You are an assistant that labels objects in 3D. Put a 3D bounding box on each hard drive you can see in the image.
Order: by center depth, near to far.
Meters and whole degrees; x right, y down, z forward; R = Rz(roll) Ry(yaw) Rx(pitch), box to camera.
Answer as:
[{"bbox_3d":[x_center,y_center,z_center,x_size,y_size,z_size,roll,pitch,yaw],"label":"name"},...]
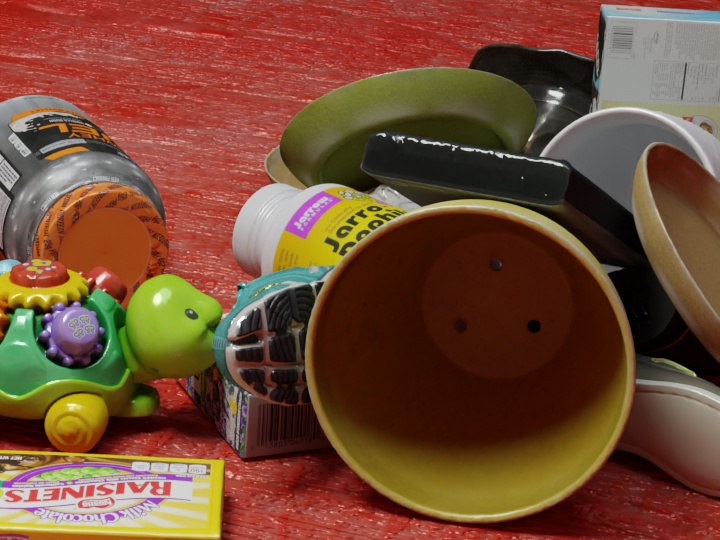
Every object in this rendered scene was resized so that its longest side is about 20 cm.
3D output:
[{"bbox_3d":[0.101,-0.045,1.590,0.139,0.033,0.200,11,-7,25],"label":"hard drive"}]

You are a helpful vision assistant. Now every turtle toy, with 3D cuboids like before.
[{"bbox_3d":[-0.185,0.046,1.572,0.200,0.101,0.146,5,21,6],"label":"turtle toy"}]

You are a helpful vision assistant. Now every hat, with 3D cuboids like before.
[{"bbox_3d":[0.157,-0.096,1.982,0.200,0.201,0.081,16,62,29],"label":"hat"}]

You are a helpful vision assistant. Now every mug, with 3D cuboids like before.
[{"bbox_3d":[0.198,-0.050,1.820,0.200,0.148,0.175,17,6,23],"label":"mug"}]

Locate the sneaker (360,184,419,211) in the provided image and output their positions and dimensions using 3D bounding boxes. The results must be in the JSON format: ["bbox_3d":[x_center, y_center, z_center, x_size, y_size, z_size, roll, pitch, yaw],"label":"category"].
[{"bbox_3d":[0.025,-0.043,1.847,0.200,0.099,0.078,8,21,10],"label":"sneaker"}]

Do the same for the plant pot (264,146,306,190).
[{"bbox_3d":[0.019,-0.073,2.029,0.200,0.028,0.200,3,22,-1],"label":"plant pot"}]

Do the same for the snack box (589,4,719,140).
[{"bbox_3d":[0.238,-0.106,1.910,0.116,0.200,0.037,3,21,-4],"label":"snack box"}]

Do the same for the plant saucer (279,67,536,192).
[{"bbox_3d":[0.039,-0.092,1.855,0.200,0.200,0.031,-2,65,-14],"label":"plant saucer"}]

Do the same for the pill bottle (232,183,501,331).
[{"bbox_3d":[0.000,0.000,1.726,0.104,0.104,0.200,-16,28,-42],"label":"pill bottle"}]

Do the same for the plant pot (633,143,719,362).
[{"bbox_3d":[0.238,0.006,1.587,0.027,0.200,0.200,-35,7,24],"label":"plant pot"}]

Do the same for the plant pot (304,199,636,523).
[{"bbox_3d":[0.077,0.038,1.514,0.200,0.200,0.142,7,18,9],"label":"plant pot"}]

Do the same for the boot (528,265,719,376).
[{"bbox_3d":[0.183,0.049,1.708,0.138,0.078,0.200,20,-13,-42],"label":"boot"}]

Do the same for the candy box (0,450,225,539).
[{"bbox_3d":[-0.181,0.139,1.439,0.200,0.026,0.102,3,24,-3],"label":"candy box"}]

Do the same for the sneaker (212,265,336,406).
[{"bbox_3d":[-0.050,0.037,1.544,0.080,0.078,0.200,3,10,20],"label":"sneaker"}]

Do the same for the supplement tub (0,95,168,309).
[{"bbox_3d":[-0.218,-0.046,1.782,0.122,0.123,0.200,-6,23,-24],"label":"supplement tub"}]

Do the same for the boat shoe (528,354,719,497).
[{"bbox_3d":[0.202,0.093,1.565,0.202,0.072,0.060,15,28,36],"label":"boat shoe"}]

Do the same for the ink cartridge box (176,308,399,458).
[{"bbox_3d":[-0.064,0.058,1.636,0.109,0.050,0.200,-6,25,-24],"label":"ink cartridge box"}]
